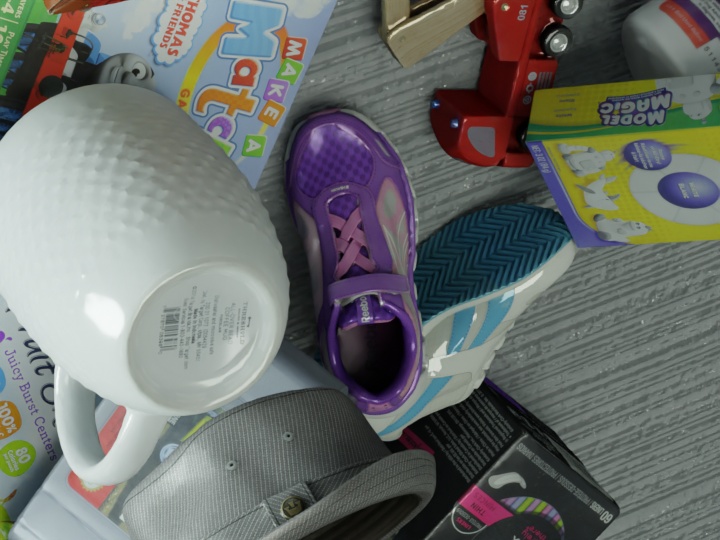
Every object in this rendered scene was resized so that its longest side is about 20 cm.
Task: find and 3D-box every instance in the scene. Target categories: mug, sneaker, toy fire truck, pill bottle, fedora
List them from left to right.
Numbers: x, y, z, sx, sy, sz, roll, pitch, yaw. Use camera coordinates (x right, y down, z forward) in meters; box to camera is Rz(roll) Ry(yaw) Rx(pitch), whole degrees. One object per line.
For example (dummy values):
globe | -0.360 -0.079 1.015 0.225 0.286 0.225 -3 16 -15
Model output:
mug | -0.124 0.021 1.151 0.147 0.175 0.201 9 111 -31
fedora | -0.059 0.131 1.157 0.200 0.090 0.177 -31 164 -3
sneaker | 0.000 0.000 1.301 0.080 0.088 0.201 -10 97 4
sneaker | 0.063 0.033 1.399 0.200 0.077 0.081 -37 134 7
toy fire truck | 0.062 -0.158 1.297 0.140 0.049 0.201 0 118 -26
pill bottle | 0.279 -0.164 1.361 0.200 0.111 0.112 -30 127 -7

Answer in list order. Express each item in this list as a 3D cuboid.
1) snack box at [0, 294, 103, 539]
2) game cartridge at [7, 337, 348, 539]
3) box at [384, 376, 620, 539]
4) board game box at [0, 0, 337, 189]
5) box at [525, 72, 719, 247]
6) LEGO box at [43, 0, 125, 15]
snack box | -0.212 0.063 1.278 0.168 0.068 0.201 -25 127 -14
game cartridge | -0.103 0.121 1.254 0.133 0.041 0.200 36 95 6
box | 0.058 0.183 1.457 0.200 0.106 0.122 -47 126 6
board game box | -0.128 -0.128 1.229 0.199 0.037 0.152 13 111 -32
box | 0.214 -0.068 1.297 0.199 0.049 0.117 -5 143 24
LEGO box | -0.119 -0.242 1.043 0.149 0.201 0.077 -19 173 -45
